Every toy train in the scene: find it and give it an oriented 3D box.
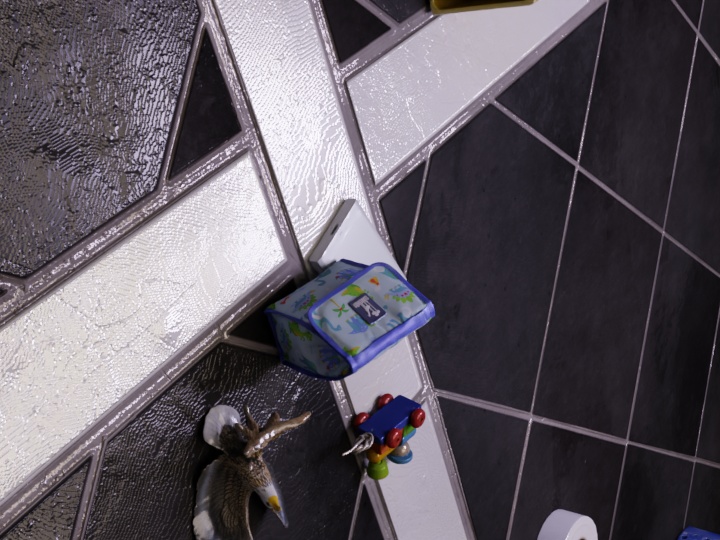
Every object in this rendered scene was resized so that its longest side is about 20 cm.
[{"bbox_3d":[0.026,0.301,1.606,0.199,0.084,0.117,-31,132,-45],"label":"toy train"}]

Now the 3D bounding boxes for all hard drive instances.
[{"bbox_3d":[0.000,0.000,1.566,0.133,0.026,0.201,-59,135,-28],"label":"hard drive"}]

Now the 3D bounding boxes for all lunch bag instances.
[{"bbox_3d":[-0.015,0.075,1.400,0.169,0.199,0.129,-34,122,-30],"label":"lunch bag"}]

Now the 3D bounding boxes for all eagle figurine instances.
[{"bbox_3d":[-0.156,0.299,1.357,0.150,0.152,0.202,7,127,-13],"label":"eagle figurine"}]

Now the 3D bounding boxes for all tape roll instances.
[{"bbox_3d":[0.473,0.660,2.221,0.201,0.070,0.205,-11,104,-51],"label":"tape roll"}]

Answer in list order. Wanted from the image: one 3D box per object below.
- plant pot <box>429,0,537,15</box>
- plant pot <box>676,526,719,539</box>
[{"bbox_3d":[0.240,-0.559,1.668,0.200,0.192,0.198,-30,118,-55],"label":"plant pot"},{"bbox_3d":[1.010,0.900,2.838,0.179,0.199,0.203,-13,105,-42],"label":"plant pot"}]
